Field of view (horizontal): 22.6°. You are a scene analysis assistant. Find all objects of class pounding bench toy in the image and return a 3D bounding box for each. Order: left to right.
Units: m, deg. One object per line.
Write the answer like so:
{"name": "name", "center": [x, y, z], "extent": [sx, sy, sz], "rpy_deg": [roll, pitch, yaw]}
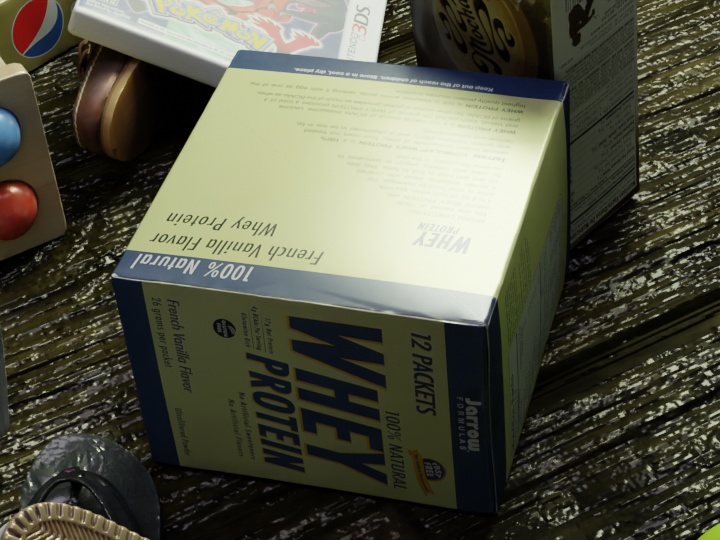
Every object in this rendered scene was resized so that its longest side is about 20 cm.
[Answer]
{"name": "pounding bench toy", "center": [-0.302, -0.065, 1.096], "extent": [0.198, 0.125, 0.156], "rpy_deg": [-24, 44, -18]}

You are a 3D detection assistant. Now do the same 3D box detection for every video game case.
{"name": "video game case", "center": [-0.081, -0.178, 1.205], "extent": [0.198, 0.023, 0.183], "rpy_deg": [19, 37, -8]}

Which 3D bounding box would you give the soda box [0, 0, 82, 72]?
{"name": "soda box", "center": [-0.226, -0.199, 1.285], "extent": [0.199, 0.065, 0.067], "rpy_deg": [-36, 49, -30]}

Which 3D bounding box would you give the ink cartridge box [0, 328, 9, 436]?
{"name": "ink cartridge box", "center": [-0.297, 0.031, 0.936], "extent": [0.145, 0.085, 0.199], "rpy_deg": [-25, 45, -33]}

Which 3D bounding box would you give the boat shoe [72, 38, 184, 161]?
{"name": "boat shoe", "center": [-0.153, -0.140, 1.205], "extent": [0.070, 0.071, 0.201], "rpy_deg": [12, 36, 10]}

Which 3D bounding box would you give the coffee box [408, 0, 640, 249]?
{"name": "coffee box", "center": [0.096, -0.123, 1.051], "extent": [0.113, 0.201, 0.080], "rpy_deg": [31, 56, 34]}

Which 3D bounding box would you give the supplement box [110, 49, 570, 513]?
{"name": "supplement box", "center": [0.000, 0.000, 0.974], "extent": [0.198, 0.135, 0.201], "rpy_deg": [7, 43, 15]}

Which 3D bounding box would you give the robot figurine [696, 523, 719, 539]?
{"name": "robot figurine", "center": [0.221, 0.155, 0.783], "extent": [0.198, 0.116, 0.177], "rpy_deg": [-10, 49, -4]}

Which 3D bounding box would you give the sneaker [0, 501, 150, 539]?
{"name": "sneaker", "center": [-0.096, 0.178, 0.815], "extent": [0.199, 0.108, 0.071], "rpy_deg": [34, 49, -20]}

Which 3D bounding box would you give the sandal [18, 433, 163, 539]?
{"name": "sandal", "center": [-0.135, 0.148, 0.889], "extent": [0.074, 0.048, 0.202], "rpy_deg": [-9, 42, -2]}
